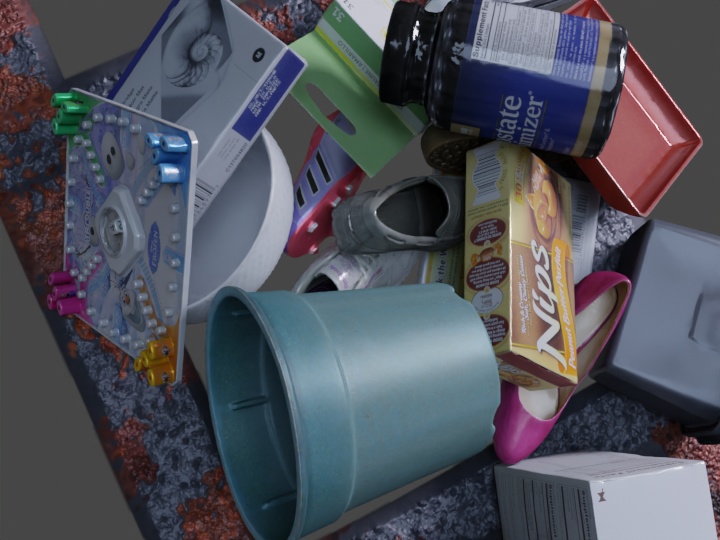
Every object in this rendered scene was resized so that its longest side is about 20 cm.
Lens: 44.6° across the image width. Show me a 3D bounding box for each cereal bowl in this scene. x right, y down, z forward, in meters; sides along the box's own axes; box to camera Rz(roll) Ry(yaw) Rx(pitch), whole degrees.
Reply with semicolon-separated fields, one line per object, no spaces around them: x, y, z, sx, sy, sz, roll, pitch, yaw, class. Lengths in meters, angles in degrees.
-0.140;-0.044;0.793;0.196;0.083;0.205;-11;67;27;cereal bowl

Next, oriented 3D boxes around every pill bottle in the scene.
0.119;-0.169;0.750;0.195;0.112;0.115;12;80;6;pill bottle

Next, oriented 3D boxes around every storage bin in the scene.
0.314;0.050;0.859;0.131;0.146;0.204;19;79;4;storage bin

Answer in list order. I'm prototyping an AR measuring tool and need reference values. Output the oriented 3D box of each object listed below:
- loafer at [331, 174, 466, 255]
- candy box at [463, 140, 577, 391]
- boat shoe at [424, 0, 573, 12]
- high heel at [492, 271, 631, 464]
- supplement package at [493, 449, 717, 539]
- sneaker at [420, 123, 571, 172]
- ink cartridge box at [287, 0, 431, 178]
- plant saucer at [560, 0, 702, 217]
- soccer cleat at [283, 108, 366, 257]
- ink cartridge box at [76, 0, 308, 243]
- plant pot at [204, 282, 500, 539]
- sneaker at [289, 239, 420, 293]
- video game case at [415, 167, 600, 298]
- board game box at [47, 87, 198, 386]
0.063;-0.052;0.804;0.197;0.069;0.072;-16;90;-40;loafer
0.146;-0.004;0.801;0.114;0.055;0.205;25;61;-43;candy box
0.144;-0.296;0.912;0.196;0.072;0.072;-19;78;-22;boat shoe
0.190;0.092;0.824;0.067;0.096;0.202;36;79;-3;high heel
0.209;0.226;0.774;0.111;0.200;0.113;-6;83;-13;supplement package
0.135;-0.154;0.874;0.196;0.067;0.092;-7;68;-28;sneaker
0.014;-0.188;0.824;0.146;0.048;0.200;45;37;-2;ink cartridge box
0.245;-0.164;0.882;0.201;0.037;0.199;52;45;0;plant saucer
-0.030;-0.097;0.842;0.075;0.067;0.202;28;64;13;soccer cleat
-0.168;-0.151;0.771;0.199;0.040;0.201;40;96;34;ink cartridge box
-0.004;0.100;0.712;0.192;0.199;0.205;-9;83;-27;plant pot
0.000;0.000;0.826;0.075;0.100;0.200;43;77;1;sneaker
0.148;-0.005;0.890;0.177;0.023;0.205;11;82;-8;video game case
-0.206;-0.032;0.726;0.026;0.198;0.205;-10;114;-43;board game box
